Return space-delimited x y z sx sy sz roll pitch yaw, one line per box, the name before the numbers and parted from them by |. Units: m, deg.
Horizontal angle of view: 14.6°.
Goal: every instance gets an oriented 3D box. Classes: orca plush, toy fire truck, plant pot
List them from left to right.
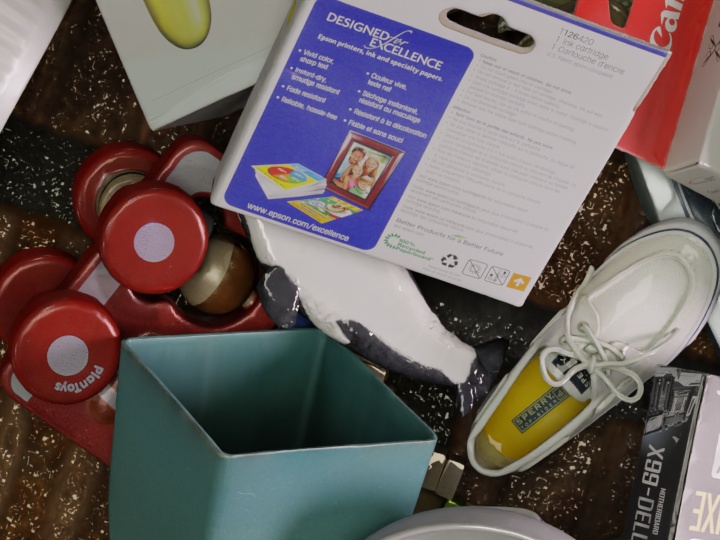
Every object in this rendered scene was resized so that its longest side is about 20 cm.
toy fire truck | -0.119 0.027 1.694 0.168 0.112 0.200 38 94 -23
plant pot | -0.067 0.157 1.645 0.141 0.141 0.201 -2 116 -31
orca plush | 0.000 0.000 1.671 0.199 0.071 0.106 28 87 -13

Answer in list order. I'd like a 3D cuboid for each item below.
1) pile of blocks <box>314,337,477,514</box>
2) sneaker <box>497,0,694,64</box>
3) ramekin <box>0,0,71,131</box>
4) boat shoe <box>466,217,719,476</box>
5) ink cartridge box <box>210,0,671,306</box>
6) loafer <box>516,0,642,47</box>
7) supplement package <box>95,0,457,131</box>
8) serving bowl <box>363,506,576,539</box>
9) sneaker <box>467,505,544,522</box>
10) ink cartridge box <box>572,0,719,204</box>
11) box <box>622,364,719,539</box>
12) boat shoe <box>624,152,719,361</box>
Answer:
pile of blocks | 0.025 0.124 1.702 0.082 0.062 0.200 -36 90 3
sneaker | 0.125 -0.166 1.693 0.200 0.077 0.089 45 107 5
ramekin | -0.248 -0.123 1.644 0.105 0.200 0.201 29 93 -9
boat shoe | 0.131 0.051 1.650 0.075 0.086 0.202 48 116 1
ink cartridge box | 0.042 -0.088 1.562 0.197 0.047 0.200 19 126 -13
loafer | 0.090 -0.079 1.665 0.076 0.067 0.200 41 113 -2
supplement package | -0.058 -0.212 1.634 0.191 0.147 0.201 -23 91 17
serving bowl | 0.068 0.213 1.595 0.199 0.066 0.201 4 117 8
sneaker | 0.041 0.201 1.670 0.200 0.073 0.114 -29 111 22
ink cartridge box | 0.214 -0.147 1.635 0.176 0.045 0.201 24 73 -23
box | 0.246 0.148 1.646 0.199 0.050 0.158 13 88 -33
boat shoe | 0.230 -0.021 1.690 0.091 0.071 0.201 -26 97 1
